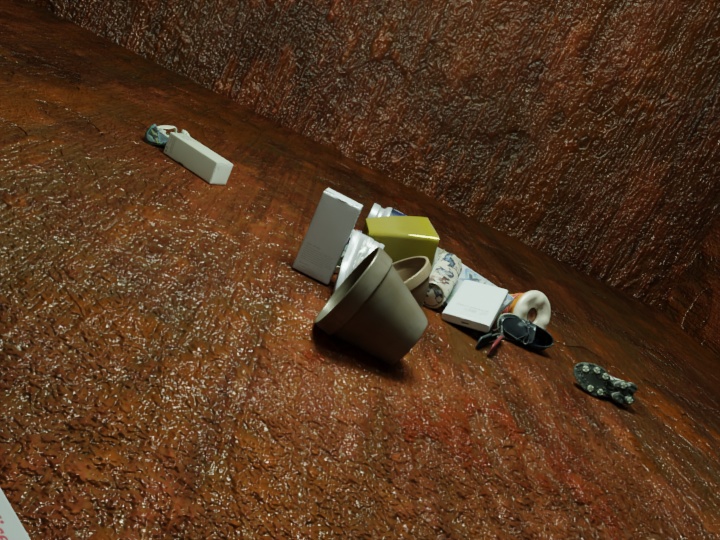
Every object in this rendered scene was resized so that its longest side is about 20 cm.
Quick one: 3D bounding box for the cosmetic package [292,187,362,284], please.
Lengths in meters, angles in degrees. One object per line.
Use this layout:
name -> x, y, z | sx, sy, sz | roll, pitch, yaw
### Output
cosmetic package -> -0.077, -0.081, 1.571 | 0.100, 0.203, 0.074 | 26, 14, -1

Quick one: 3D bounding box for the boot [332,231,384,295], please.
boot -> 0.000, 0.000, 1.533 | 0.094, 0.074, 0.203 | 20, 56, -3

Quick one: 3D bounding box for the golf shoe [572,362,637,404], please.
golf shoe -> 0.651, 0.308, 1.802 | 0.197, 0.078, 0.088 | 26, -4, -11

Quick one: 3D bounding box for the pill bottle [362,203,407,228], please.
pill bottle -> 0.113, -0.138, 2.199 | 0.197, 0.117, 0.116 | 26, 16, -1

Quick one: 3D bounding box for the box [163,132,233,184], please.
box -> -0.474, -0.327, 1.935 | 0.198, 0.069, 0.082 | 34, 18, 21

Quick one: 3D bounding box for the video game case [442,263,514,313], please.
video game case -> 0.314, 0.071, 1.905 | 0.199, 0.022, 0.181 | 36, 46, 27

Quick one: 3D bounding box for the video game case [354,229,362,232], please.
video game case -> 0.039, -0.061, 1.987 | 0.179, 0.036, 0.199 | 8, 25, -48

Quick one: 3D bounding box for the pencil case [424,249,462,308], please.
pencil case -> 0.220, 0.025, 1.842 | 0.089, 0.078, 0.200 | 45, 36, -4

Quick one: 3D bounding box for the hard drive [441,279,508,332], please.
hard drive -> 0.314, 0.093, 1.806 | 0.130, 0.027, 0.200 | 14, 32, 21

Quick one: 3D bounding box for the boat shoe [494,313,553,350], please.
boat shoe -> 0.465, 0.173, 1.869 | 0.197, 0.076, 0.062 | 25, -14, -22

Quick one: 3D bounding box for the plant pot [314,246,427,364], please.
plant pot -> 0.035, 0.084, 1.315 | 0.173, 0.200, 0.200 | 41, 15, -5

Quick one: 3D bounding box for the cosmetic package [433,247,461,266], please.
cosmetic package -> 0.264, -0.002, 2.100 | 0.104, 0.072, 0.200 | 27, 16, 0

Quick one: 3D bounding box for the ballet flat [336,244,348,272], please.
ballet flat -> -0.053, -0.028, 1.727 | 0.064, 0.067, 0.199 | 58, 24, 9

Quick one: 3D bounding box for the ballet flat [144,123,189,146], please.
ballet flat -> -0.563, -0.403, 2.027 | 0.074, 0.075, 0.198 | 37, 19, 32

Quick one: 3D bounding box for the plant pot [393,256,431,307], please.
plant pot -> 0.084, 0.054, 1.539 | 0.201, 0.198, 0.094 | -80, 146, -73

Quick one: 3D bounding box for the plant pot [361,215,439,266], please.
plant pot -> 0.083, -0.037, 1.740 | 0.173, 0.204, 0.201 | 12, 18, -9

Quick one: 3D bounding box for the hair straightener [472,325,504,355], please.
hair straightener -> 0.336, 0.168, 1.743 | 0.076, 0.041, 0.199 | 31, 22, 17

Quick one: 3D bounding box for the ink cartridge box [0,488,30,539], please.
ink cartridge box -> -0.322, 0.235, 0.435 | 0.147, 0.087, 0.198 | 37, 20, 31

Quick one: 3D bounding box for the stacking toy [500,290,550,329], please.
stacking toy -> 0.463, 0.119, 2.011 | 0.144, 0.149, 0.199 | 16, 1, -31
